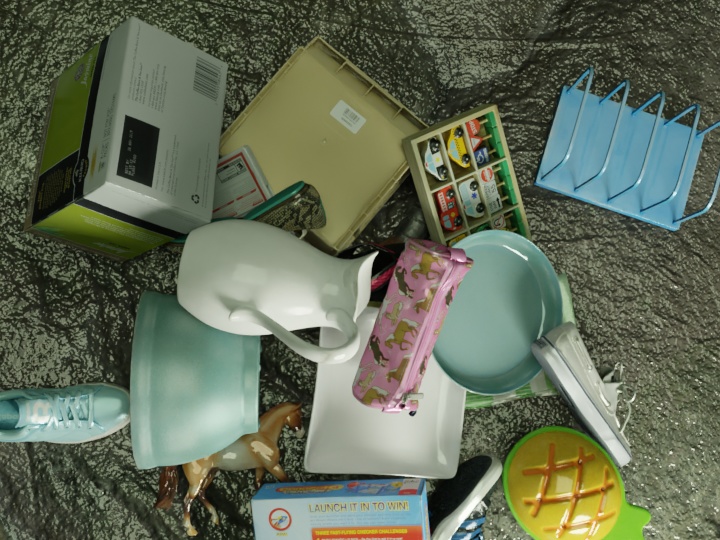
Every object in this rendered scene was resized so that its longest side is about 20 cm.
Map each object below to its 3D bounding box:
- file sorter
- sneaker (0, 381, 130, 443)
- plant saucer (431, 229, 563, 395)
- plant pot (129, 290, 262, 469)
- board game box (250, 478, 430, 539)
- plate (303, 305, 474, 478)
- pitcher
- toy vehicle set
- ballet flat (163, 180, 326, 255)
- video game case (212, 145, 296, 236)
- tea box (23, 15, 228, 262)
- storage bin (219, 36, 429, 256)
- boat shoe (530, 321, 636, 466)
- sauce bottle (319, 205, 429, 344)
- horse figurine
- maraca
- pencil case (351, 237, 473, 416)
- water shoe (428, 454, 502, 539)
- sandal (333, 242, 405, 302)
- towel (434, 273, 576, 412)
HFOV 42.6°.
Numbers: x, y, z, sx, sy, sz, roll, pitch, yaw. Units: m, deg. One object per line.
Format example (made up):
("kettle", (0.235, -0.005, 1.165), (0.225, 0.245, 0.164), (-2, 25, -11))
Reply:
("file sorter", (0.347, -0.154, 1.168), (0.200, 0.123, 0.139), (18, 83, -3))
("sneaker", (-0.369, 0.172, 1.090), (0.200, 0.082, 0.074), (-7, 85, -6))
("plant saucer", (0.158, 0.051, 1.127), (0.200, 0.027, 0.201), (0, 91, -26))
("plant pot", (-0.180, 0.125, 1.052), (0.134, 0.200, 0.201), (2, 83, -5))
("board game box", (-0.016, 0.345, 1.066), (0.200, 0.056, 0.196), (-4, 96, 11))
("plate", (0.033, 0.145, 1.110), (0.199, 0.032, 0.200), (7, 89, -21))
("pitcher", (-0.090, 0.026, 0.964), (0.200, 0.172, 0.121), (10, 121, 1))
("toy vehicle set", (0.136, -0.090, 1.139), (0.124, 0.027, 0.200), (-26, 111, -19))
("ballet flat", (-0.130, -0.038, 1.064), (0.200, 0.068, 0.075), (-19, 112, 18))
("video game case", (-0.148, -0.031, 1.113), (0.143, 0.017, 0.200), (-24, 99, 21))
("tea box", (-0.265, -0.139, 1.045), (0.134, 0.197, 0.200), (21, 64, -40))
("storage bin", (-0.047, -0.150, 1.151), (0.200, 0.094, 0.199), (40, 81, 1))
("boat shoe", (0.295, 0.145, 1.138), (0.086, 0.075, 0.202), (-36, 101, -4))
("sauce bottle", (0.026, 0.013, 1.150), (0.066, 0.066, 0.200), (34, 83, 0))
("horse figurine", (-0.156, 0.240, 1.116), (0.200, 0.050, 0.133), (-9, 90, -8))
("maraca", (0.260, 0.280, 1.116), (0.137, 0.107, 0.200), (-43, 89, -1))
("pencil case", (0.058, 0.061, 1.036), (0.086, 0.083, 0.200), (21, 95, 22))
("water shoe", (0.119, 0.317, 1.129), (0.079, 0.071, 0.200), (37, 87, -19))
("sandal", (0.000, 0.000, 1.074), (0.200, 0.045, 0.075), (-8, 56, -20))
("towel", (0.181, 0.094, 1.174), (0.200, 0.023, 0.153), (-10, 83, -6))
